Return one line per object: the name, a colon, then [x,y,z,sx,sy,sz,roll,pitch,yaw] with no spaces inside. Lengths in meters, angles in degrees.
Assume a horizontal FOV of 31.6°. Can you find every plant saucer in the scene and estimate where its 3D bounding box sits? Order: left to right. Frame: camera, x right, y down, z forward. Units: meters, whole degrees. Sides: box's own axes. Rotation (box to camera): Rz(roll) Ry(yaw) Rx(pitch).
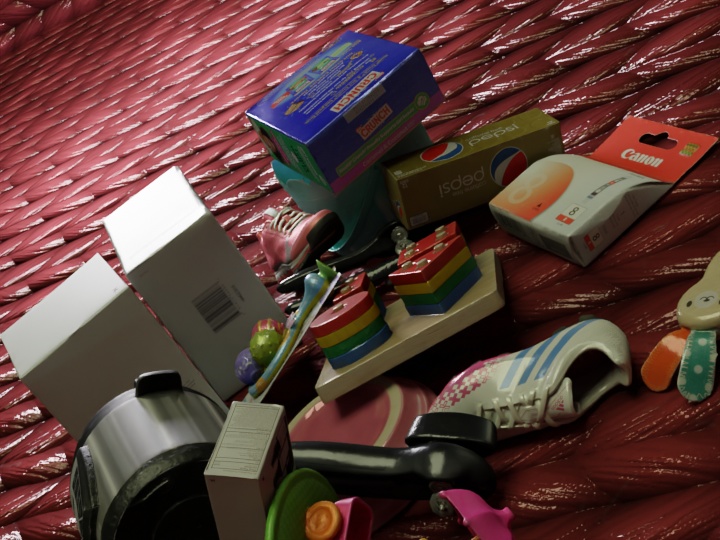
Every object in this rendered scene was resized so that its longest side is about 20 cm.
plant saucer: [-0.012,0.171,1.212,0.199,0.051,0.202,-29,27,16]

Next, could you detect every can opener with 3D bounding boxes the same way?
can opener: [0.000,0.000,1.453,0.198,0.064,0.079,-27,-17,-3]
can opener: [0.022,0.171,1.096,0.197,0.064,0.079,-6,36,19]

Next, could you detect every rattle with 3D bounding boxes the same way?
rattle: [0.299,-0.004,1.033,0.198,0.144,0.131,-29,45,1]

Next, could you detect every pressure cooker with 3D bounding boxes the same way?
pressure cooker: [-0.183,0.208,1.212,0.176,0.178,0.200,-48,32,0]

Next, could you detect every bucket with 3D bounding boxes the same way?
bucket: [0.003,-0.124,1.569,0.205,0.135,0.208,-28,27,15]

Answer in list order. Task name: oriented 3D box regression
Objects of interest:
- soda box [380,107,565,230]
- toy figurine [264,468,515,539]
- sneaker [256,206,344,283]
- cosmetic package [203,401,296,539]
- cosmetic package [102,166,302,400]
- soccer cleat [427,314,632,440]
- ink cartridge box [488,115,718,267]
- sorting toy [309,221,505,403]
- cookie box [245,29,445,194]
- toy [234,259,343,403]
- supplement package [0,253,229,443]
soda box: [0.128,-0.115,1.424,0.197,0.065,0.068,-19,25,-8]
toy figurine: [0.037,0.243,0.980,0.181,0.150,0.203,-11,57,24]
sneaker: [-0.084,-0.041,1.517,0.074,0.087,0.200,-40,0,-23]
cosmetic package: [-0.080,0.212,1.062,0.050,0.202,0.083,4,39,15]
cosmetic package: [-0.192,0.011,1.511,0.122,0.200,0.200,-36,26,-3]
soccer cleat: [0.144,0.108,1.103,0.198,0.070,0.087,-31,27,10]
ink cartridge box: [0.251,-0.101,1.336,0.200,0.050,0.162,-44,28,-8]
sorting toy: [0.041,0.030,1.279,0.198,0.070,0.199,-29,8,10]
cookie box: [-0.021,-0.187,1.465,0.171,0.076,0.200,-40,28,-9]
toy: [-0.093,0.073,1.375,0.201,0.047,0.115,-53,7,1]
supplement package: [-0.278,0.118,1.442,0.151,0.201,0.150,-40,27,-9]
